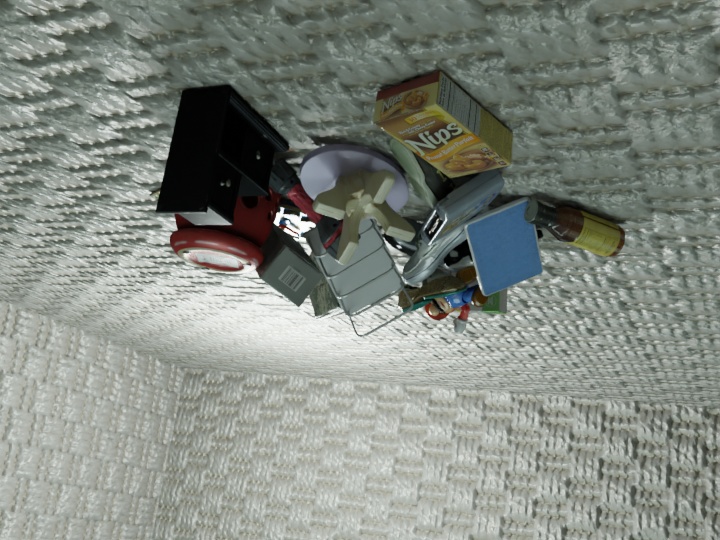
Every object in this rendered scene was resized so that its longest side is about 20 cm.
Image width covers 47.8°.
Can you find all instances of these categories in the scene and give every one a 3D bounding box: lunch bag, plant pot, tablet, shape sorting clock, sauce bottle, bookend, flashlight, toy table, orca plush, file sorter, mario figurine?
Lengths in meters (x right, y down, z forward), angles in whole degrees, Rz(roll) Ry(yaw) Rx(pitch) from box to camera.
[{"bbox_3d":[-0.035,0.002,1.753,0.137,0.171,0.199,-15,176,-25],"label":"lunch bag"},{"bbox_3d":[-0.251,-0.105,1.493,0.195,0.187,0.201,8,161,3],"label":"plant pot"},{"bbox_3d":[0.268,-0.041,1.503,0.128,0.014,0.202,-22,133,2],"label":"tablet"},{"bbox_3d":[-0.163,-0.100,1.704,0.195,0.040,0.200,7,163,2],"label":"shape sorting clock"},{"bbox_3d":[0.381,-0.079,1.450,0.196,0.068,0.066,18,161,-22],"label":"sauce bottle"},{"bbox_3d":[-0.211,-0.150,1.284,0.090,0.205,0.199,1,161,24],"label":"bookend"},{"bbox_3d":[-0.088,-0.108,1.425,0.200,0.068,0.068,45,152,-3],"label":"flashlight"},{"bbox_3d":[-0.003,-0.115,1.341,0.195,0.118,0.186,6,130,-16],"label":"toy table"},{"bbox_3d":[0.247,-0.064,1.556,0.196,0.106,0.072,-9,120,27],"label":"orca plush"},{"bbox_3d":[0.000,0.000,1.555,0.137,0.125,0.202,-27,116,0],"label":"file sorter"},{"bbox_3d":[0.184,0.063,1.669,0.104,0.127,0.200,0,165,-19],"label":"mario figurine"}]

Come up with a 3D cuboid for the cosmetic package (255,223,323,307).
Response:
[{"bbox_3d":[-0.155,-0.020,1.589,0.106,0.091,0.200,37,-172,-28],"label":"cosmetic package"}]

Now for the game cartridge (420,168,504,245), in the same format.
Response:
[{"bbox_3d":[0.173,-0.109,1.368,0.131,0.042,0.200,-29,172,-10],"label":"game cartridge"}]

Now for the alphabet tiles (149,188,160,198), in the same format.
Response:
[{"bbox_3d":[-0.344,-0.144,1.713,0.164,0.006,0.198,22,159,-34],"label":"alphabet tiles"}]

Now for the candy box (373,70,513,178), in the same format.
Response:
[{"bbox_3d":[0.123,-0.206,1.177,0.114,0.057,0.198,-8,157,40],"label":"candy box"}]

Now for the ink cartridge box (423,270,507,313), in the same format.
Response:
[{"bbox_3d":[0.221,0.033,1.786,0.196,0.120,0.067,0,175,27],"label":"ink cartridge box"}]

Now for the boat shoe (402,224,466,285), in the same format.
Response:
[{"bbox_3d":[0.137,-0.056,1.562,0.066,0.074,0.200,33,117,-24],"label":"boat shoe"}]

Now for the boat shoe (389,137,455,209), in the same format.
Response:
[{"bbox_3d":[0.103,-0.170,1.304,0.072,0.060,0.201,46,178,30],"label":"boat shoe"}]

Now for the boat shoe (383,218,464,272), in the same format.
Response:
[{"bbox_3d":[0.137,-0.043,1.668,0.196,0.075,0.068,17,157,-26],"label":"boat shoe"}]

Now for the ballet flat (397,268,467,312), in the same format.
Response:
[{"bbox_3d":[0.134,0.032,1.606,0.069,0.067,0.199,-5,169,-38],"label":"ballet flat"}]
